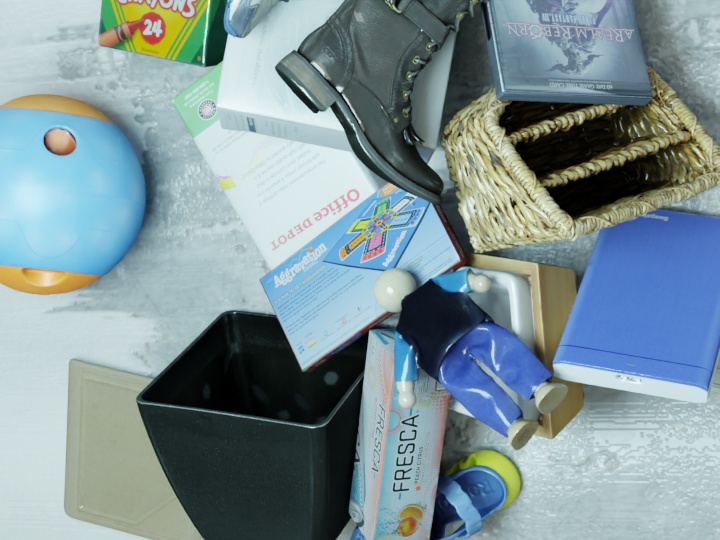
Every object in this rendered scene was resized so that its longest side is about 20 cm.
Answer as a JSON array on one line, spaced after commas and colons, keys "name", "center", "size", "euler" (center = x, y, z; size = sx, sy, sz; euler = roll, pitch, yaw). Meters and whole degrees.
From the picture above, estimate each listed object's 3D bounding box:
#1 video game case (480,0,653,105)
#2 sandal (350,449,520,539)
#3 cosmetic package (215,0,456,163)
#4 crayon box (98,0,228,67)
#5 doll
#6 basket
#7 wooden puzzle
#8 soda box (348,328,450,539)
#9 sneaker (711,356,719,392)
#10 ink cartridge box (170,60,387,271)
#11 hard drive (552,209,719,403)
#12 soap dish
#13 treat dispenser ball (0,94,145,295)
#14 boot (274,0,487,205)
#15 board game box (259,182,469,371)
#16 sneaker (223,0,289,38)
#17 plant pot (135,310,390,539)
[{"name": "video game case", "center": [0.168, -0.236, 1.290], "size": [0.019, 0.142, 0.202], "euler": [129, 137, -61]}, {"name": "sandal", "center": [0.063, 0.249, 1.502], "size": [0.200, 0.087, 0.080], "euler": [-37, 91, 27]}, {"name": "cosmetic package", "center": [-0.014, -0.214, 1.348], "size": [0.198, 0.123, 0.201], "euler": [10, 87, -3]}, {"name": "crayon box", "center": [-0.189, -0.314, 1.498], "size": [0.126, 0.051, 0.202], "euler": [13, 106, 20]}, {"name": "doll", "center": [0.080, 0.068, 1.305], "size": [0.200, 0.048, 0.137], "euler": [43, 103, 27]}, {"name": "basket", "center": [0.190, -0.110, 1.285], "size": [0.149, 0.199, 0.144], "euler": [-9, 98, 61]}, {"name": "wooden puzzle", "center": [-0.240, 0.201, 1.648], "size": [0.198, 0.037, 0.187], "euler": [12, 107, 24]}, {"name": "soda box", "center": [0.037, 0.156, 1.413], "size": [0.063, 0.068, 0.202], "euler": [-2, 113, -21]}, {"name": "sneaker", "center": [0.286, 0.071, 1.320], "size": [0.198, 0.099, 0.079], "euler": [-3, 99, -10]}, {"name": "ink cartridge box", "center": [-0.067, -0.122, 1.471], "size": [0.145, 0.087, 0.201], "euler": [-32, 87, 26]}, {"name": "hard drive", "center": [0.258, 0.024, 1.315], "size": [0.131, 0.201, 0.025], "euler": [9, 137, 20]}, {"name": "soap dish", "center": [0.124, 0.059, 1.393], "size": [0.199, 0.081, 0.159], "euler": [10, 108, 59]}, {"name": "treat dispenser ball", "center": [-0.317, -0.077, 1.522], "size": [0.199, 0.201, 0.203], "euler": [5, 104, 21]}, {"name": "boot", "center": [0.045, -0.172, 1.244], "size": [0.200, 0.069, 0.174], "euler": [44, 86, -19]}, {"name": "board game box", "center": [0.000, 0.000, 1.400], "size": [0.199, 0.019, 0.104], "euler": [-35, 71, 26]}, {"name": "sneaker", "center": [-0.035, -0.265, 1.253], "size": [0.085, 0.077, 0.200], "euler": [39, 87, -5]}, {"name": "plant pot", "center": [-0.083, 0.170, 1.494], "size": [0.198, 0.200, 0.179], "euler": [6, 116, 21]}]
